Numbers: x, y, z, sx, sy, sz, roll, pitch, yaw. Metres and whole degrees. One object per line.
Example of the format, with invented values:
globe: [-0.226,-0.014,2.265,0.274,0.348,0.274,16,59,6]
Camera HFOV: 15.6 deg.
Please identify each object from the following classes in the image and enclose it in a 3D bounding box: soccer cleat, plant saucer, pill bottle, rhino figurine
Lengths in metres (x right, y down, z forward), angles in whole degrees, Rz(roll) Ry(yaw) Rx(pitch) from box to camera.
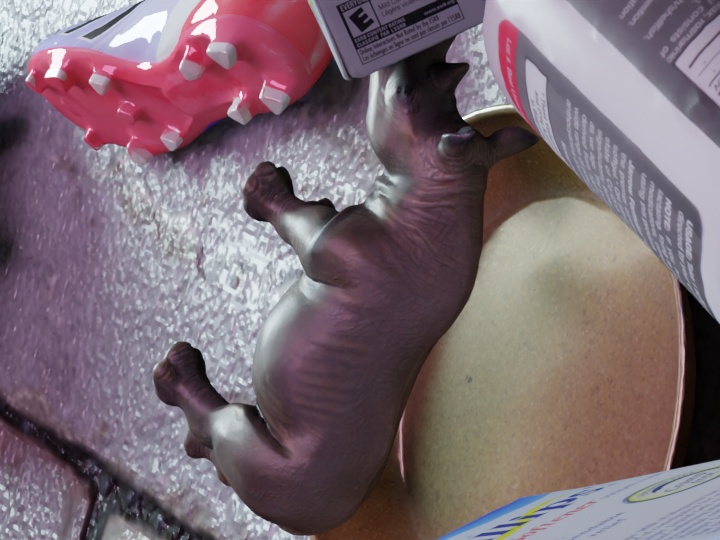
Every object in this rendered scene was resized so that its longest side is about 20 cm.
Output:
soccer cleat: [-0.069,-0.094,1.081,0.200,0.067,0.077,-6,45,57]
plant saucer: [0.052,0.045,0.897,0.200,0.035,0.201,-19,66,49]
pill bottle: [0.127,-0.040,0.759,0.111,0.110,0.200,-62,40,21]
rhino figurine: [0.000,0.000,0.896,0.087,0.060,0.200,38,110,36]

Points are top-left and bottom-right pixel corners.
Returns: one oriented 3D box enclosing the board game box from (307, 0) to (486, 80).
board game box: [0.019,-0.183,0.828,0.147,0.200,0.064,-24,24,2]

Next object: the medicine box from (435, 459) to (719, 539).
medicine box: [0.104,0.148,0.697,0.200,0.103,0.183,-18,91,48]
